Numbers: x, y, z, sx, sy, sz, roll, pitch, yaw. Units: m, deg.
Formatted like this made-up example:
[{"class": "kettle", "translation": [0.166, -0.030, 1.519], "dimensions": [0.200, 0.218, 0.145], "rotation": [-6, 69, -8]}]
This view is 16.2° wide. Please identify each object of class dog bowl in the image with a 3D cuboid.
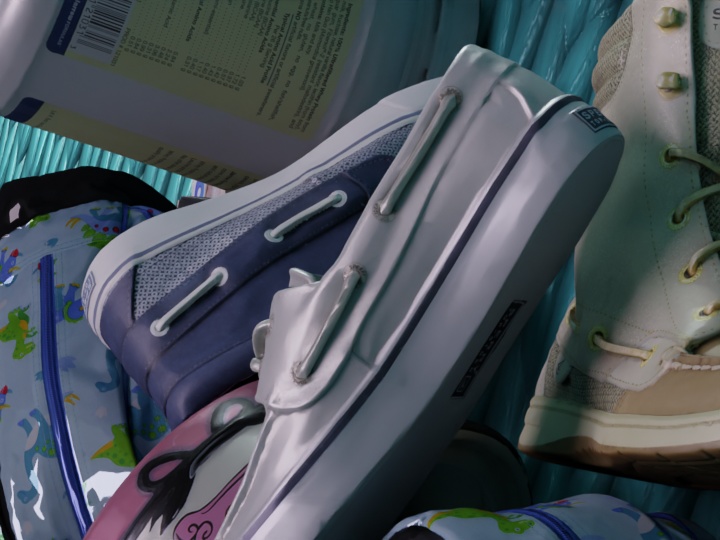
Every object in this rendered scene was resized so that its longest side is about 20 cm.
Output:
[{"class": "dog bowl", "translation": [-0.030, 0.125, 0.899], "dimensions": [0.074, 0.200, 0.201], "rotation": [34, 117, 33]}]

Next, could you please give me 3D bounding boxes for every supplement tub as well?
[{"class": "supplement tub", "translation": [-0.063, -0.111, 1.103], "dimensions": [0.145, 0.199, 0.146], "rotation": [-53, 27, 42]}]

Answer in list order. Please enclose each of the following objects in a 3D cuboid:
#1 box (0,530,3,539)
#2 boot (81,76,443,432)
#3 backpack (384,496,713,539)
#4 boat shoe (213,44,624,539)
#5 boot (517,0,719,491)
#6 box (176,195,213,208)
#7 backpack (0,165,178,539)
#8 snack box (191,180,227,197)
[{"class": "box", "translation": [-0.198, 0.236, 1.332], "dimensions": [0.171, 0.198, 0.201], "rotation": [-145, 68, -70]}, {"class": "boot", "translation": [0.000, 0.000, 0.962], "dimensions": [0.090, 0.199, 0.073], "rotation": [51, 163, 40]}, {"class": "backpack", "translation": [0.044, 0.158, 0.763], "dimensions": [0.163, 0.153, 0.201], "rotation": [-118, 23, -47]}, {"class": "boat shoe", "translation": [0.000, 0.024, 0.773], "dimensions": [0.201, 0.066, 0.072], "rotation": [-58, -18, 10]}, {"class": "boot", "translation": [0.114, -0.012, 0.768], "dimensions": [0.200, 0.072, 0.156], "rotation": [171, 110, -70]}, {"class": "box", "translation": [-0.046, 0.070, 1.185], "dimensions": [0.198, 0.049, 0.201], "rotation": [9, 90, 63]}, {"class": "backpack", "translation": [-0.086, 0.074, 1.034], "dimensions": [0.201, 0.153, 0.164], "rotation": [-78, -28, -47]}, {"class": "snack box", "translation": [-0.071, 0.002, 1.355], "dimensions": [0.072, 0.024, 0.201], "rotation": [136, 140, -57]}]
